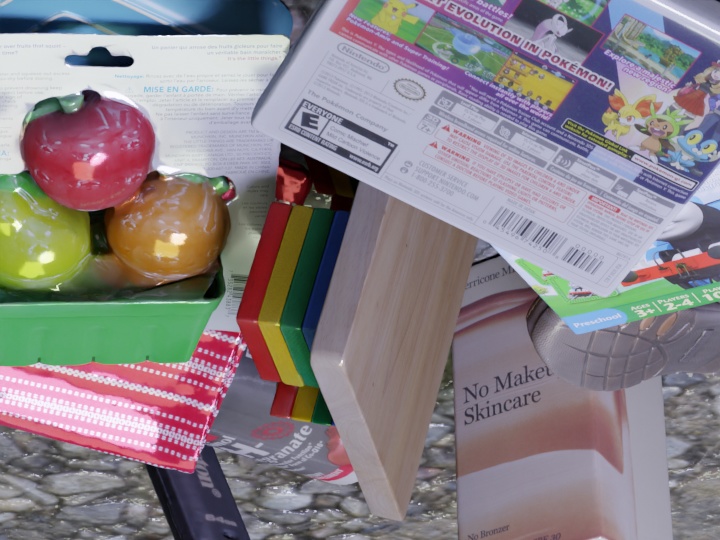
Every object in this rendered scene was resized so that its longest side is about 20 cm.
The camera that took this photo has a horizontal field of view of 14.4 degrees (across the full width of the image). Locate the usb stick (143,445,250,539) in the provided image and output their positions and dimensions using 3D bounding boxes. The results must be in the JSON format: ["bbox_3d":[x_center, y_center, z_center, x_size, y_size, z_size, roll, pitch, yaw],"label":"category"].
[{"bbox_3d":[-0.109,0.111,1.703,0.033,0.200,0.055,-42,138,20],"label":"usb stick"}]

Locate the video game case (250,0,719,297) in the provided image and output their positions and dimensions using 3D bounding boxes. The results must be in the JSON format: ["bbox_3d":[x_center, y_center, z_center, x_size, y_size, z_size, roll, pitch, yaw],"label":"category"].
[{"bbox_3d":[0.073,-0.086,1.321,0.199,0.023,0.182,26,135,-11],"label":"video game case"}]

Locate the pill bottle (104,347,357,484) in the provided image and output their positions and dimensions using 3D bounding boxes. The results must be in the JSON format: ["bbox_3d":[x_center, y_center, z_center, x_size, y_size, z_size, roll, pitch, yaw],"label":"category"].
[{"bbox_3d":[-0.073,0.051,1.680,0.200,0.111,0.111,20,145,-34],"label":"pill bottle"}]

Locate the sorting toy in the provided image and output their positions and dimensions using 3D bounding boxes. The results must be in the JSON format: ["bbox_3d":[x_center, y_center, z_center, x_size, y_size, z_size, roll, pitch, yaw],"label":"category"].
[{"bbox_3d":[0.000,0.000,1.512,0.069,0.201,0.199,8,154,15],"label":"sorting toy"}]

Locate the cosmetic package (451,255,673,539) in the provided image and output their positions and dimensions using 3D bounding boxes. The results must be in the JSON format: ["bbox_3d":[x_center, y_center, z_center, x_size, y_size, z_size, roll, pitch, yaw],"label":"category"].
[{"bbox_3d":[0.117,0.091,1.668,0.103,0.201,0.087,-21,145,30],"label":"cosmetic package"}]

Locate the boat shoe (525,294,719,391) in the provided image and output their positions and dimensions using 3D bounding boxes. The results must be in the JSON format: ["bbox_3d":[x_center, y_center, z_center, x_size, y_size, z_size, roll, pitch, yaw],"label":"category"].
[{"bbox_3d":[0.158,0.019,1.626,0.200,0.073,0.075,2,136,-48],"label":"boat shoe"}]

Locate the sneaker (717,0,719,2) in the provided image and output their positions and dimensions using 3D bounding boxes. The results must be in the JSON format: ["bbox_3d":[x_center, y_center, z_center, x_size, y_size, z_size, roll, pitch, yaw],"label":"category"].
[{"bbox_3d":[0.172,-0.125,1.420,0.082,0.070,0.200,-44,133,20],"label":"sneaker"}]

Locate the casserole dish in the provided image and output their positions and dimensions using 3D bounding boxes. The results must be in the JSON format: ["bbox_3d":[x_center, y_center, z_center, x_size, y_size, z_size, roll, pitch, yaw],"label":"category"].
[{"bbox_3d":[-0.125,-0.121,1.439,0.200,0.039,0.121,23,143,-39],"label":"casserole dish"}]

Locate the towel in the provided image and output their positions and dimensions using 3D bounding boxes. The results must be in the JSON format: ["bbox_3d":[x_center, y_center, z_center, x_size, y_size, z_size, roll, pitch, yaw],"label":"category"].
[{"bbox_3d":[-0.123,0.012,1.570,0.144,0.022,0.201,17,109,-18],"label":"towel"}]

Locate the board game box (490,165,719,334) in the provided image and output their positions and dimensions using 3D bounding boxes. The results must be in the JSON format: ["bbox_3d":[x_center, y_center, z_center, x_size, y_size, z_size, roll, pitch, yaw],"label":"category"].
[{"bbox_3d":[0.132,-0.041,1.427,0.151,0.037,0.200,-14,144,26],"label":"board game box"}]

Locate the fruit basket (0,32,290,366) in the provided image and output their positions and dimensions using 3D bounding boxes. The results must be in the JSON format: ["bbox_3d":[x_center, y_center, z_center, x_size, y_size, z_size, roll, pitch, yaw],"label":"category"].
[{"bbox_3d":[-0.135,-0.045,1.461,0.184,0.094,0.201,-1,126,-9],"label":"fruit basket"}]
